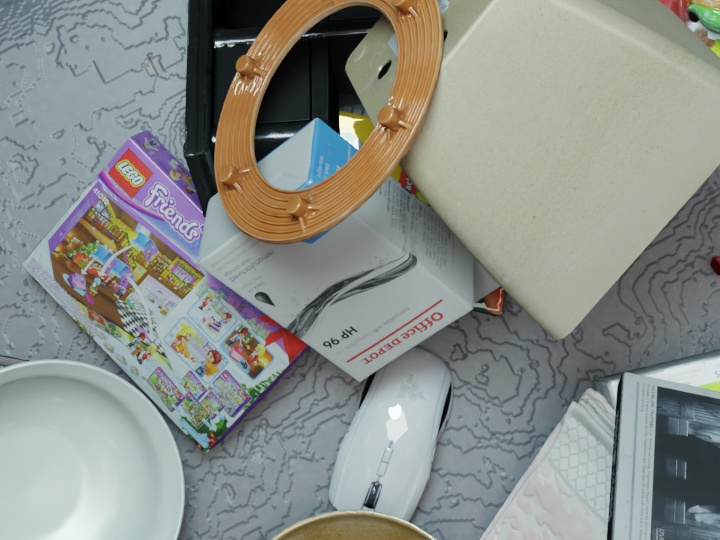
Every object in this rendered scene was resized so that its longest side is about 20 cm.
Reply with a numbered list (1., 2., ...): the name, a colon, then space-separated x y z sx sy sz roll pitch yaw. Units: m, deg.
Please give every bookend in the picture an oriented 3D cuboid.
1. bookend: -0.021 -0.149 1.309 0.197 0.092 0.201 -3 62 5

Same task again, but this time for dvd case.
1. dvd case: 0.265 0.150 1.220 0.198 0.025 0.151 11 47 0

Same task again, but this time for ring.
1. ring: -0.027 -0.112 1.163 0.019 0.200 0.201 29 88 -39

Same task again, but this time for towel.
1. towel: 0.177 0.216 1.284 0.200 0.032 0.192 45 125 29

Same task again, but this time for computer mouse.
1. computer mouse: 0.012 0.152 1.362 0.109 0.044 0.201 18 88 3

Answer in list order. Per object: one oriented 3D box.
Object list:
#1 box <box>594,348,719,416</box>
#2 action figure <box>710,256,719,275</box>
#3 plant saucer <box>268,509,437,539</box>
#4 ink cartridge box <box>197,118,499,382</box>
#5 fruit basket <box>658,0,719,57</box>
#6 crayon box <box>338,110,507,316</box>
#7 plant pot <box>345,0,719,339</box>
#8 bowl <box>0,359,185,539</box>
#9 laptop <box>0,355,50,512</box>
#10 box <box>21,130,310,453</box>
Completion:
1. box: 0.250 0.164 1.327 0.112 0.101 0.202 -13 87 1
2. action figure: 0.357 -0.049 1.340 0.200 0.099 0.065 -38 88 -3
3. plant saucer: -0.004 0.274 1.309 0.198 0.035 0.202 -3 75 9
4. ink cartridge box: 0.000 0.000 1.273 0.200 0.068 0.116 37 127 -28
5. fruit basket: 0.228 -0.210 1.345 0.185 0.094 0.201 32 98 12
6. crayon box: 0.020 -0.046 1.367 0.198 0.051 0.128 10 88 2
7. plant pot: 0.106 -0.116 1.195 0.177 0.200 0.200 35 105 -25
8. bowl: -0.235 0.160 1.329 0.200 0.090 0.203 -1 92 -23
9. laptop: -0.332 0.141 1.340 0.198 0.103 0.179 11 88 2
10. box: -0.135 0.016 1.351 0.200 0.039 0.137 46 111 3
